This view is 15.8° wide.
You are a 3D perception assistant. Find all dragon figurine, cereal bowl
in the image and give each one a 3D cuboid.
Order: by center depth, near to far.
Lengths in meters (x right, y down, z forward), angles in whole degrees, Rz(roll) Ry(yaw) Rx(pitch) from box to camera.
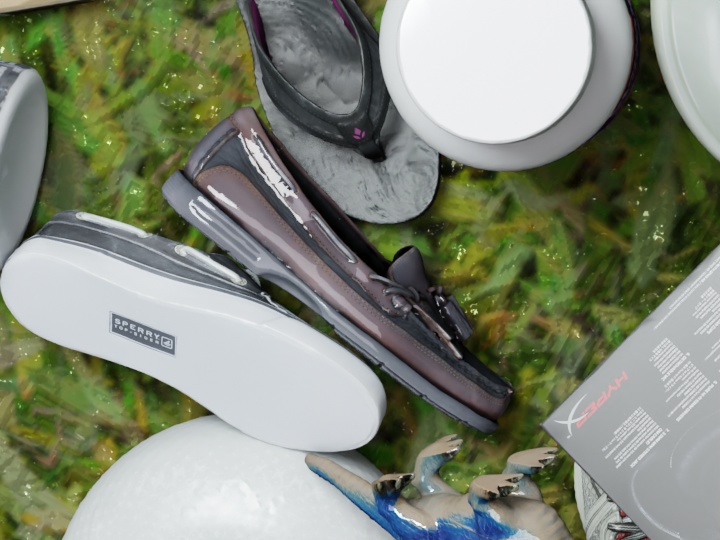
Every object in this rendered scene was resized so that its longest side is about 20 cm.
[{"bbox_3d":[0.049,0.132,1.179,0.200,0.059,0.100,1,110,35],"label":"dragon figurine"},{"bbox_3d":[-0.062,0.173,1.267,0.200,0.083,0.200,1,94,9],"label":"cereal bowl"}]

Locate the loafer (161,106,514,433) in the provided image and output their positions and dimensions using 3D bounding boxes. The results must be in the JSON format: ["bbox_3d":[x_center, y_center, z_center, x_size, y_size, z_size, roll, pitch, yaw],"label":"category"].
[{"bbox_3d":[0.000,0.000,1.242,0.200,0.072,0.063,37,93,-8],"label":"loafer"}]

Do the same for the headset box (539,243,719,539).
[{"bbox_3d":[0.205,0.088,1.154,0.200,0.077,0.149,46,100,13],"label":"headset box"}]

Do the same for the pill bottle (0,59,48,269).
[{"bbox_3d":[-0.261,-0.068,1.263,0.200,0.106,0.106,12,96,7],"label":"pill bottle"}]

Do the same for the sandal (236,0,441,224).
[{"bbox_3d":[-0.025,-0.111,1.255,0.075,0.048,0.201,-25,91,9],"label":"sandal"}]

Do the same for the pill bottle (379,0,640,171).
[{"bbox_3d":[0.068,-0.101,1.166,0.111,0.200,0.112,1,95,8],"label":"pill bottle"}]

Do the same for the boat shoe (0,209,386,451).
[{"bbox_3d":[-0.073,0.023,1.263,0.200,0.068,0.072,20,130,14],"label":"boat shoe"}]

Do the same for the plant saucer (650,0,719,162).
[{"bbox_3d":[0.228,-0.121,1.132,0.200,0.050,0.200,-4,107,-14],"label":"plant saucer"}]

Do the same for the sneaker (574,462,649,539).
[{"bbox_3d":[0.147,0.151,1.236,0.078,0.082,0.200,-10,93,9],"label":"sneaker"}]

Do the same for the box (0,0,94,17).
[{"bbox_3d":[-0.206,-0.223,1.281,0.121,0.032,0.200,-9,92,9],"label":"box"}]
